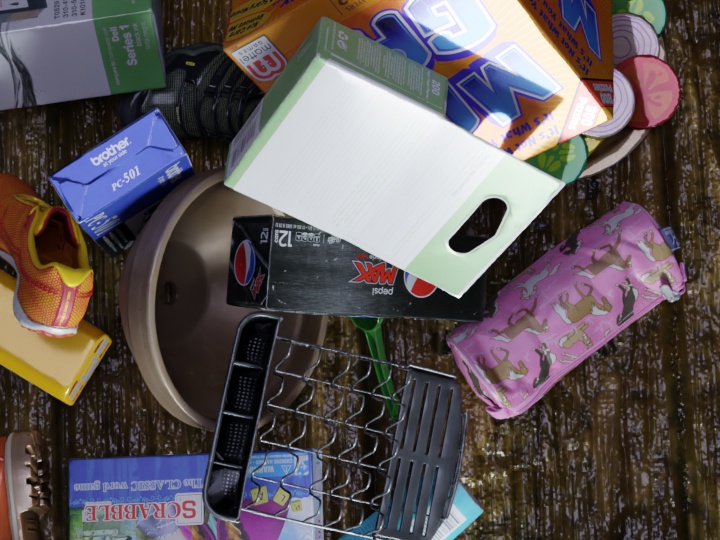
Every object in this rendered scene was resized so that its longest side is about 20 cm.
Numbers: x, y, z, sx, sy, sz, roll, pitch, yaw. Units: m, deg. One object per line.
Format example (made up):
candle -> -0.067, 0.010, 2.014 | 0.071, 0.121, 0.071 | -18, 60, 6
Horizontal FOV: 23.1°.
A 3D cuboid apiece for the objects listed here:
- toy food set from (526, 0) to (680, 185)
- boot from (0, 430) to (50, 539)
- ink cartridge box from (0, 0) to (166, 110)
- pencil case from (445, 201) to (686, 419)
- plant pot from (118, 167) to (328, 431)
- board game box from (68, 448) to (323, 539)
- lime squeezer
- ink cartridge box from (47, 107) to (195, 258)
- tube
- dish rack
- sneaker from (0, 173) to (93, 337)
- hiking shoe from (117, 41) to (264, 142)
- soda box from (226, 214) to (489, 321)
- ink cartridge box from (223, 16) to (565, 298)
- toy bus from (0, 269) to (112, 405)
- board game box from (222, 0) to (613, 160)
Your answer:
toy food set -> 0.159, -0.169, 1.432 | 0.198, 0.049, 0.200 | 42, 83, 6
boot -> -0.296, 0.230, 1.365 | 0.106, 0.075, 0.201 | -6, 73, 2
ink cartridge box -> -0.259, -0.207, 1.392 | 0.198, 0.085, 0.147 | -8, 49, -2
pencil case -> 0.163, 0.032, 1.387 | 0.199, 0.087, 0.083 | -36, 116, -5
plant pot -> -0.121, 0.021, 1.360 | 0.092, 0.200, 0.202 | 3, 79, 40
board game box -> -0.126, 0.242, 1.359 | 0.198, 0.041, 0.201 | -4, 81, 10
lime squeezer -> -0.022, 0.030, 1.378 | 0.200, 0.038, 0.071 | 45, 73, -30
ink cartridge box -> -0.174, -0.063, 1.339 | 0.094, 0.200, 0.044 | -33, 85, -5
tube -> 0.005, 0.231, 1.375 | 0.200, 0.050, 0.078 | -39, 75, 0
dish rack -> -0.015, 0.126, 1.317 | 0.199, 0.055, 0.155 | 14, 80, -13
sneaker -> -0.244, -0.027, 1.358 | 0.073, 0.200, 0.077 | 10, 116, -35
hiking shoe -> -0.095, -0.136, 1.392 | 0.198, 0.101, 0.076 | -10, 115, -2
soda box -> 0.000, 0.000, 1.329 | 0.199, 0.063, 0.071 | 5, 90, -33
ink cartridge box -> 0.023, -0.075, 1.234 | 0.199, 0.146, 0.048 | 24, 44, -18
toy bus -> -0.297, 0.030, 1.387 | 0.199, 0.078, 0.065 | 31, 82, 4
board game box -> 0.049, -0.199, 1.282 | 0.199, 0.200, 0.201 | -25, 37, 28
